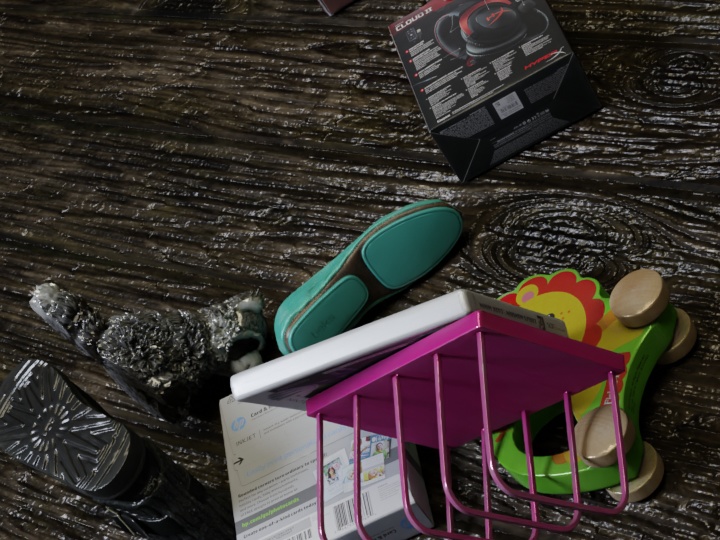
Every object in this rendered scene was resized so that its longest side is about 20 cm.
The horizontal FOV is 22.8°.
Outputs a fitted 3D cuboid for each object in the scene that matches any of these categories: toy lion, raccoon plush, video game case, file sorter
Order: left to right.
[{"bbox_3d":[-0.174,0.038,1.579,0.134,0.200,0.097,-51,9,-19],"label":"raccoon plush"},{"bbox_3d":[0.033,0.067,1.330,0.199,0.182,0.024,-22,72,25],"label":"video game case"},{"bbox_3d":[0.075,0.134,1.274,0.200,0.138,0.126,-30,53,45],"label":"file sorter"},{"bbox_3d":[0.154,0.083,1.389,0.191,0.069,0.201,-10,47,38],"label":"toy lion"}]

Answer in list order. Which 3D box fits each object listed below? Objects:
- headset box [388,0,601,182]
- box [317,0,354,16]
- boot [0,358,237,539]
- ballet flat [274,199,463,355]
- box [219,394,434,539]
[{"bbox_3d":[0.119,-0.197,1.664,0.148,0.075,0.201,-29,41,9],"label":"headset box"},{"bbox_3d":[-0.010,-0.415,1.895,0.199,0.164,0.166,-33,40,4],"label":"box"},{"bbox_3d":[-0.205,0.163,1.487,0.211,0.158,0.080,30,83,45],"label":"boot"},{"bbox_3d":[0.000,0.000,1.572,0.200,0.067,0.070,-40,26,-8],"label":"ballet flat"},{"bbox_3d":[-0.032,0.155,1.462,0.155,0.041,0.201,-26,42,11],"label":"box"}]
